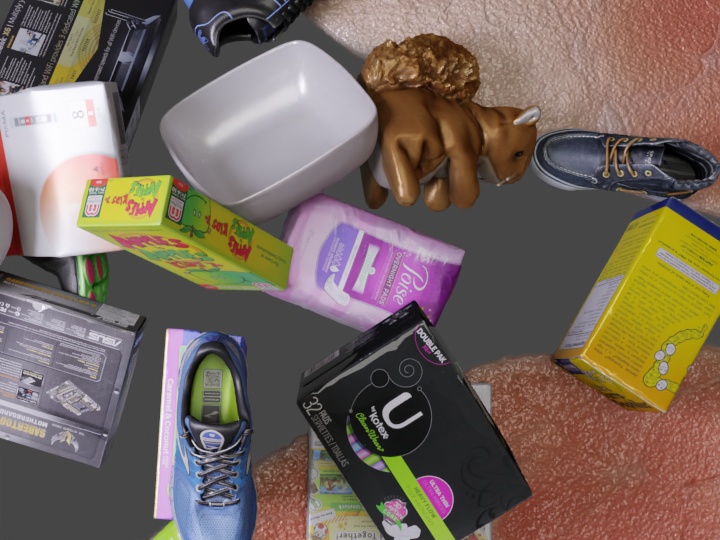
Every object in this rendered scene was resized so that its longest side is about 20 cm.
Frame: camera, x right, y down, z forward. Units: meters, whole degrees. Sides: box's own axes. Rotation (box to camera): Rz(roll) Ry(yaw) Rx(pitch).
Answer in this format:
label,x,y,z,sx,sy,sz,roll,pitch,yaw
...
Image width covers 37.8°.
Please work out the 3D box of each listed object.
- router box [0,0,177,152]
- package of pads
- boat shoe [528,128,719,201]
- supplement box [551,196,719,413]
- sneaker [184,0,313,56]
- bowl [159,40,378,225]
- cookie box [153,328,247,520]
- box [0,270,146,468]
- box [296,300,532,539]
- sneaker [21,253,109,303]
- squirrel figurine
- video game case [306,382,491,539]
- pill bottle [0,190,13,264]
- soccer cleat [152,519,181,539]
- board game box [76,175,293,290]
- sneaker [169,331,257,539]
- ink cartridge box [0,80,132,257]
label,x,y,z,sx,sy,sz,roll,pitch,yaw
router box,-0.294,-0.223,1.098,0.156,0.052,0.201,17,66,-4
package of pads,0.000,0.000,1.119,0.199,0.076,0.121,22,85,-3
boat shoe,0.289,-0.123,1.156,0.199,0.091,0.071,8,83,-5
supplement box,0.311,0.040,1.132,0.109,0.109,0.201,32,82,-2
sneaker,-0.086,-0.292,1.133,0.199,0.070,0.078,-21,76,-7
bowl,-0.091,-0.135,1.093,0.199,0.075,0.200,-31,49,-10
cookie box,-0.151,0.147,1.022,0.075,0.200,0.173,4,83,-6
box,-0.330,0.094,1.053,0.199,0.048,0.159,17,110,-4
box,0.050,0.159,1.035,0.148,0.124,0.201,-33,96,4
sneaker,-0.324,-0.035,1.096,0.083,0.077,0.201,-27,82,6
squirrel figurine,0.095,-0.164,1.121,0.185,0.141,0.202,-11,87,-14
video game case,0.042,0.211,1.127,0.198,0.023,0.184,2,83,-7
pill bottle,-0.434,-0.056,0.987,0.199,0.112,0.113,18,81,27
soccer cleat,-0.141,0.341,1.077,0.081,0.068,0.201,-34,87,9
board game box,-0.162,-0.031,1.006,0.101,0.200,0.048,1,73,31
sneaker,-0.126,0.151,0.878,0.078,0.089,0.202,-4,85,-5
ink cartridge box,-0.323,-0.092,1.018,0.198,0.050,0.163,-7,101,1
